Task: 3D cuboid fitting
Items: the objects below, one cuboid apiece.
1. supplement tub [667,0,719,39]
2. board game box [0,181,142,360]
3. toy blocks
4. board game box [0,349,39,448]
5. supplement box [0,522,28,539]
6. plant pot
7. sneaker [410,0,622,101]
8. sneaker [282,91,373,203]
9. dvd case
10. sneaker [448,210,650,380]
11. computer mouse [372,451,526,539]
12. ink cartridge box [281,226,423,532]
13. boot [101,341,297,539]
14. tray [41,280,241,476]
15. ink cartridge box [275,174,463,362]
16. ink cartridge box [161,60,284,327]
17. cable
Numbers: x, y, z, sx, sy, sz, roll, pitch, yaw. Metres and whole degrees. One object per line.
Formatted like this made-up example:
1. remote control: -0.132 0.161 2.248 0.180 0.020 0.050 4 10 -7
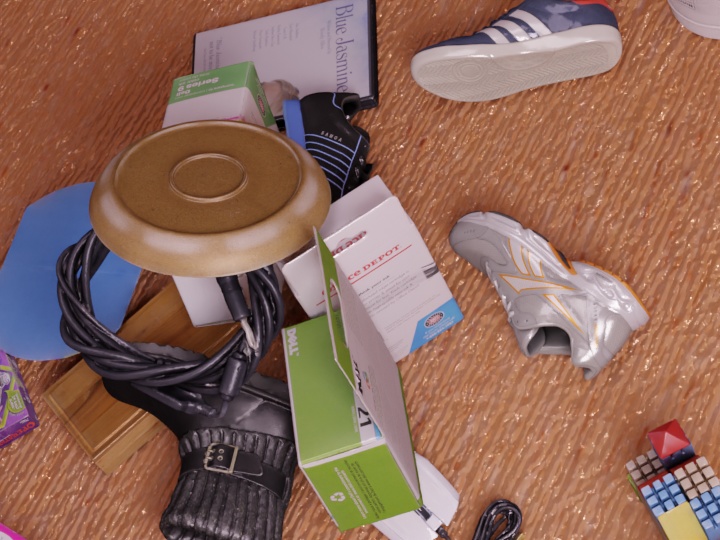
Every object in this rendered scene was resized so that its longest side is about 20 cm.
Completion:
1. supplement tub: 0.322 -0.317 1.495 0.131 0.200 0.132 -10 56 16
2. board game box: -0.273 0.008 1.623 0.157 0.039 0.201 3 61 24
3. toy blocks: 0.252 0.193 1.237 0.100 0.137 0.200 -28 53 3
4. board game box: -0.394 0.100 1.620 0.120 0.032 0.200 -32 54 5
5. supplement box: -0.332 0.268 1.442 0.199 0.103 0.101 24 69 33
6. plant pot: -0.123 -0.068 1.369 0.199 0.028 0.200 0 40 0
7. sneaker: 0.145 -0.220 1.585 0.199 0.075 0.085 -7 58 6
8. sneaker: -0.023 -0.086 1.566 0.078 0.070 0.201 -11 60 1
9. dvd case: -0.078 -0.204 1.694 0.199 0.018 0.143 -11 55 14
10. sneaker: 0.143 0.021 1.432 0.200 0.076 0.092 29 77 35
11. computer mouse: 0.038 0.192 1.380 0.110 0.044 0.200 -47 55 -10
12. ink cartridge box: -0.024 0.086 1.320 0.075 0.200 0.148 -19 45 10
13. boot: -0.149 0.155 1.431 0.210 0.080 0.158 14 67 12
14. tray: -0.189 0.085 1.543 0.200 0.037 0.099 -42 54 -7
15. ink cartridge box: 0.000 0.000 1.419 0.116 0.200 0.068 -33 53 -1
16. ink cartridge box: -0.123 -0.070 1.515 0.087 0.146 0.200 -11 39 11
17. cable: -0.164 0.021 1.386 0.199 0.051 0.164 28 103 14
